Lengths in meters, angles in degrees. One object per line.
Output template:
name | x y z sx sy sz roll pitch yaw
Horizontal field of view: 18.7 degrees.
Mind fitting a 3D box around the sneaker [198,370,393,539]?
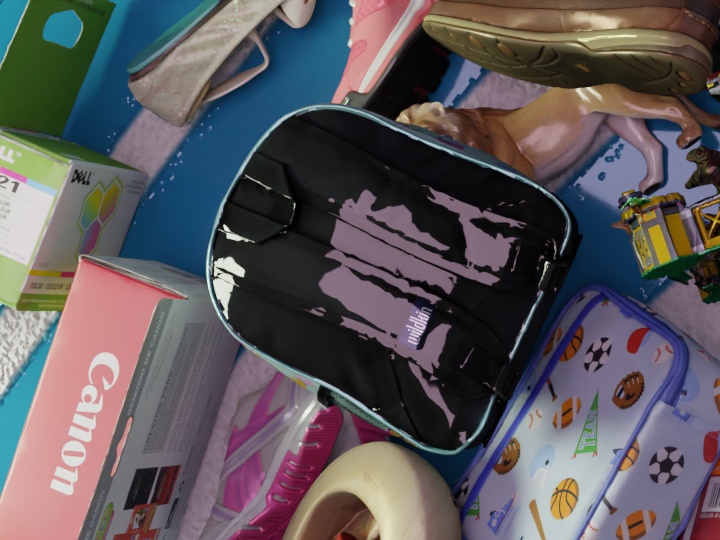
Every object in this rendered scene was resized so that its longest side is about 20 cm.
sneaker | -0.051 0.128 1.430 0.200 0.081 0.088 -55 40 21

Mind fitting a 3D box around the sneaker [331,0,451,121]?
sneaker | 0.023 -0.180 1.427 0.087 0.074 0.201 27 89 25

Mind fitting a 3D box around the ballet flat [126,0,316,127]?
ballet flat | -0.069 -0.172 1.458 0.200 0.067 0.062 -39 106 15

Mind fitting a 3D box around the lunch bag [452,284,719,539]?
lunch bag | 0.136 0.115 1.341 0.200 0.075 0.160 -58 30 5

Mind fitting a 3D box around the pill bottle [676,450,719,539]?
pill bottle | 0.231 0.212 1.290 0.113 0.113 0.201 13 69 16

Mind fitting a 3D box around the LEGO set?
LEGO set | 0.225 -0.063 1.298 0.153 0.200 0.116 -25 73 27

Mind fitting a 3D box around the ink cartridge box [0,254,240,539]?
ink cartridge box | -0.160 0.096 1.407 0.084 0.176 0.201 20 93 16

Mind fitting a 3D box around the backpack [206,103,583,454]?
backpack | 0.014 -0.002 1.303 0.199 0.153 0.176 24 93 3

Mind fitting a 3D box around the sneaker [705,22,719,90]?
sneaker | 0.240 -0.209 1.341 0.071 0.098 0.201 26 94 17

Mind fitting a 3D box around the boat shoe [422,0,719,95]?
boat shoe | 0.131 -0.153 1.332 0.200 0.072 0.068 9 74 37

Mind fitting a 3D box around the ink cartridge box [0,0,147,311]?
ink cartridge box | -0.193 -0.079 1.435 0.076 0.148 0.201 24 95 13

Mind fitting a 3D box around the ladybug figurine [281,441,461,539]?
ladybug figurine | 0.004 0.201 1.361 0.136 0.072 0.200 45 115 46

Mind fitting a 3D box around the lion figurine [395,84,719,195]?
lion figurine | 0.124 -0.088 1.394 0.200 0.072 0.123 -30 72 -1
